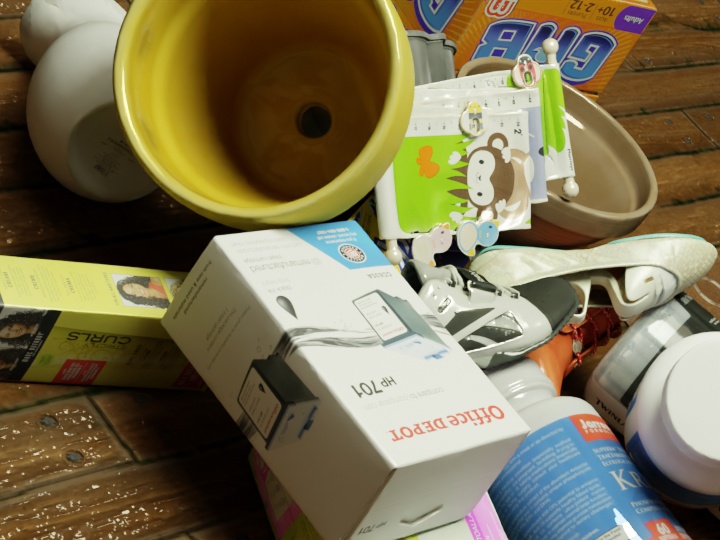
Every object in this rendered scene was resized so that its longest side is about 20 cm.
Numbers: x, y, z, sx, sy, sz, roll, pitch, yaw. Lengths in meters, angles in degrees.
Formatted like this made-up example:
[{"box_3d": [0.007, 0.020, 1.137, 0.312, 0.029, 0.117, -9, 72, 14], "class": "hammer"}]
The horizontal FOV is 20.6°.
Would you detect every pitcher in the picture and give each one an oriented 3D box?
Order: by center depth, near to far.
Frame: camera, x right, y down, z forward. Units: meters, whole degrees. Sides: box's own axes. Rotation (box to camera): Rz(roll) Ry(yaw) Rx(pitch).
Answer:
[{"box_3d": [-0.174, -0.122, 1.502, 0.171, 0.121, 0.200, 31, 18, -28], "class": "pitcher"}]

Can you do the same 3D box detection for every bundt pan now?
[{"box_3d": [-0.009, -0.117, 1.578, 0.201, 0.201, 0.076, -5, 75, -46], "class": "bundt pan"}]

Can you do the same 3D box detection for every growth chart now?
[{"box_3d": [0.087, -0.087, 1.523, 0.199, 0.018, 0.146, -18, 98, -30], "class": "growth chart"}]

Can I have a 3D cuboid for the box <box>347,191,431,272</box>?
[{"box_3d": [0.000, 0.000, 1.525, 0.064, 0.070, 0.200, 39, 32, 0], "class": "box"}]

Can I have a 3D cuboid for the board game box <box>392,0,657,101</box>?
[{"box_3d": [0.105, -0.237, 1.820, 0.199, 0.200, 0.201, 4, 42, -39], "class": "board game box"}]

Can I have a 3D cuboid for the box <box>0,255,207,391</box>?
[{"box_3d": [-0.178, 0.036, 1.312, 0.199, 0.075, 0.050, 6, 43, -39], "class": "box"}]

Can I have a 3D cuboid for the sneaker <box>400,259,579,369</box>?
[{"box_3d": [0.071, 0.027, 1.423, 0.199, 0.089, 0.074, -22, 14, -28], "class": "sneaker"}]

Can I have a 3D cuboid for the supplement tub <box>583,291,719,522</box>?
[{"box_3d": [0.286, 0.120, 1.577, 0.200, 0.123, 0.122, 42, 32, 13], "class": "supplement tub"}]

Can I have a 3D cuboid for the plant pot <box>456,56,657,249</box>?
[{"box_3d": [0.145, -0.081, 1.676, 0.199, 0.093, 0.202, 23, 34, -16], "class": "plant pot"}]

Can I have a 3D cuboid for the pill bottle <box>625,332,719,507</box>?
[{"box_3d": [0.249, 0.106, 1.409, 0.112, 0.112, 0.200, 39, -6, 9], "class": "pill bottle"}]

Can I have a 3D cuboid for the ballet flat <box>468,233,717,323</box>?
[{"box_3d": [0.181, 0.015, 1.527, 0.198, 0.068, 0.063, -4, 52, -5], "class": "ballet flat"}]

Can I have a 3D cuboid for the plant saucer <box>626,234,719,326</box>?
[{"box_3d": [0.312, 0.030, 1.807, 0.199, 0.037, 0.201, 23, 34, -16], "class": "plant saucer"}]

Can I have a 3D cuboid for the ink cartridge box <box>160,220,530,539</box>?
[{"box_3d": [-0.010, 0.069, 1.278, 0.146, 0.086, 0.200, -9, 50, -49], "class": "ink cartridge box"}]

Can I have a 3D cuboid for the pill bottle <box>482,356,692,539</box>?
[{"box_3d": [0.144, 0.161, 1.400, 0.112, 0.113, 0.201, -2, 46, -44], "class": "pill bottle"}]

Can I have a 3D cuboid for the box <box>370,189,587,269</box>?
[{"box_3d": [0.099, -0.046, 1.711, 0.199, 0.042, 0.119, -10, 52, -46], "class": "box"}]

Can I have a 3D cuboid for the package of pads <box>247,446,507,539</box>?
[{"box_3d": [0.020, 0.176, 1.307, 0.153, 0.068, 0.201, 10, 38, -33], "class": "package of pads"}]

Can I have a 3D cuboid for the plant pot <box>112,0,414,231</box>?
[{"box_3d": [-0.051, -0.121, 1.384, 0.201, 0.201, 0.189, 42, 3, 13], "class": "plant pot"}]

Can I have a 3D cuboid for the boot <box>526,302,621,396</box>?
[{"box_3d": [0.161, 0.047, 1.566, 0.106, 0.076, 0.201, -5, 34, 9], "class": "boot"}]
